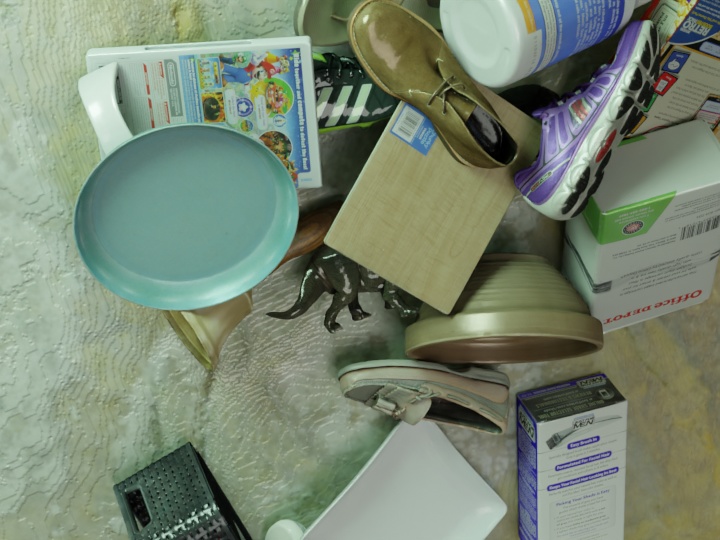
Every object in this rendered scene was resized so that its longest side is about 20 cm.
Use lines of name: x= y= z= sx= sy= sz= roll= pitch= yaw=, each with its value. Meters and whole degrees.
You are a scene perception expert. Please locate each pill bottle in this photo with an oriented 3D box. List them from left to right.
pill bottle: x=0.179 y=-0.251 z=1.498 sx=0.199 sy=0.112 sz=0.113 roll=-26 pitch=126 yaw=-28

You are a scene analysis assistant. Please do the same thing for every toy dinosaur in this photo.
toy dinosaur: x=0.000 y=0.000 z=1.616 sx=0.198 sy=0.077 sz=0.103 roll=-12 pitch=102 yaw=-1

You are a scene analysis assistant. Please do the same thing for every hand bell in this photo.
hand bell: x=-0.093 y=-0.005 z=1.573 sx=0.199 sy=0.104 sz=0.105 roll=-37 pitch=125 yaw=-15

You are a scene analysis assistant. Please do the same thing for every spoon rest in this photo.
spoon rest: x=-0.187 y=-0.083 z=1.456 sx=0.099 sy=0.061 sz=0.201 roll=-24 pitch=117 yaw=13

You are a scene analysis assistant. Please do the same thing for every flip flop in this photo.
flip flop: x=0.035 y=-0.239 z=1.495 sx=0.198 sy=0.058 sz=0.082 roll=-4 pitch=119 yaw=-20

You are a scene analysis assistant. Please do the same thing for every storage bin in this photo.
storage bin: x=-0.157 y=0.292 z=1.661 sx=0.093 sy=0.135 sz=0.201 roll=-30 pitch=124 yaw=-4

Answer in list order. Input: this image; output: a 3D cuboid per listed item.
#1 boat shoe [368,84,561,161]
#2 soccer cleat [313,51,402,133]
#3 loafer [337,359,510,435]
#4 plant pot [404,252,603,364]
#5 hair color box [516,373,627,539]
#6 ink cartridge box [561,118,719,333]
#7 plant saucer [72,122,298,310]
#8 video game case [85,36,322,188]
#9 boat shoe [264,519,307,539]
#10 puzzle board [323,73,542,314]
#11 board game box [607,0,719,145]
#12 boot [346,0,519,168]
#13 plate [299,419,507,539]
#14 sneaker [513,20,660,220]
boat shoe: x=0.108 y=-0.112 z=1.585 sx=0.198 sy=0.076 sz=0.074 roll=-19 pitch=126 yaw=-10
soccer cleat: x=-0.020 y=-0.169 z=1.509 sx=0.198 sy=0.068 sz=0.082 roll=-19 pitch=121 yaw=-8
loafer: x=0.071 y=0.132 z=1.695 sx=0.198 sy=0.064 sz=0.072 roll=6 pitch=155 yaw=-27
plant pot: x=0.142 y=0.036 z=1.639 sx=0.199 sy=0.201 sz=0.094 roll=4 pitch=79 yaw=-23
hair color box: x=0.234 y=0.222 z=1.823 sx=0.108 sy=0.065 sz=0.202 roll=-12 pitch=123 yaw=-14
ink cartridge box: x=0.284 y=-0.040 z=1.648 sx=0.144 sy=0.084 sz=0.201 roll=-16 pitch=144 yaw=-10
plant saucer: x=-0.153 y=-0.051 z=1.444 sx=0.198 sy=0.028 sz=0.202 roll=-7 pitch=130 yaw=-9
video game case: x=-0.138 y=-0.135 z=1.471 sx=0.198 sy=0.018 sz=0.144 roll=-3 pitch=120 yaw=2
boat shoe: x=-0.052 y=0.348 z=1.780 sx=0.068 sy=0.072 sz=0.202 roll=-29 pitch=117 yaw=-36
puzzle board: x=0.071 y=-0.080 z=1.522 sx=0.150 sy=0.017 sz=0.201 roll=30 pitch=88 yaw=-26
board game box: x=0.314 y=-0.192 z=1.597 sx=0.150 sy=0.046 sz=0.201 roll=11 pitch=126 yaw=-39
boot: x=0.070 y=-0.165 z=1.452 sx=0.200 sy=0.075 sz=0.074 roll=43 pitch=85 yaw=-25
plate: x=0.042 y=0.272 z=1.770 sx=0.200 sy=0.032 sz=0.200 roll=-48 pitch=125 yaw=-11
sneaker: x=0.206 y=-0.147 z=1.511 sx=0.201 sy=0.083 sz=0.081 roll=-58 pitch=158 yaw=4
